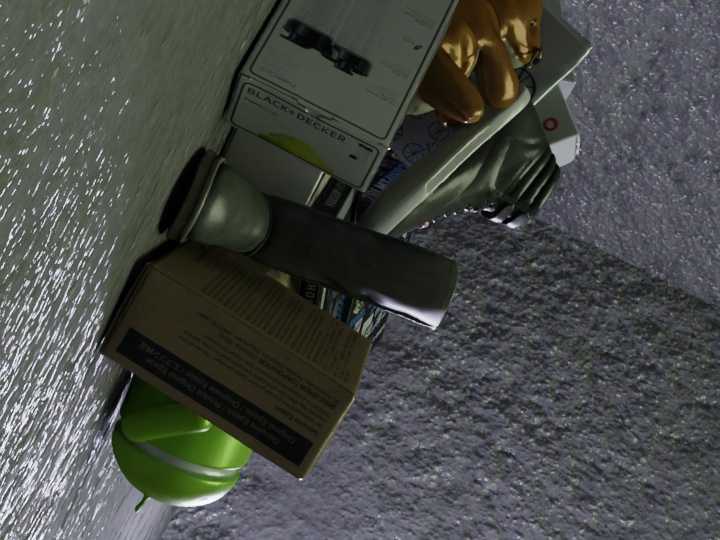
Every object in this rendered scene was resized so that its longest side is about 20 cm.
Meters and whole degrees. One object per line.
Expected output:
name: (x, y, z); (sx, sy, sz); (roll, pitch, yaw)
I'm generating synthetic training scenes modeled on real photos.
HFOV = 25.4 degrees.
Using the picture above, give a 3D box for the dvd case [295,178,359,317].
dvd case: (-0.035, 0.029, 1.311); (0.150, 0.025, 0.200); (-66, 168, -70)

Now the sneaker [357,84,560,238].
sneaker: (0.089, -0.058, 1.347); (0.200, 0.099, 0.071); (-40, -161, -9)

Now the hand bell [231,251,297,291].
hand bell: (-0.097, -0.033, 1.347); (0.200, 0.104, 0.104); (82, 32, -68)

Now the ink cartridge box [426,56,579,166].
ink cartridge box: (0.098, -0.176, 1.459); (0.146, 0.200, 0.083); (-22, 168, 1)

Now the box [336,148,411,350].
box: (0.000, 0.000, 1.489); (0.200, 0.050, 0.199); (-47, 152, -66)

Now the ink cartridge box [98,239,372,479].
ink cartridge box: (-0.082, 0.054, 1.136); (0.075, 0.165, 0.200); (-58, 180, 9)

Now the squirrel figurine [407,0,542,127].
squirrel figurine: (0.068, -0.221, 1.317); (0.187, 0.200, 0.141); (-35, -173, -33)

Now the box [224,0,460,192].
box: (-0.005, -0.167, 1.151); (0.200, 0.116, 0.060); (-66, -177, -34)

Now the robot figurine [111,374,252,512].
robot figurine: (-0.133, 0.106, 1.322); (0.200, 0.116, 0.175); (-65, 165, 9)

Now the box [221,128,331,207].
box: (-0.055, -0.102, 1.297); (0.068, 0.082, 0.200); (-63, 179, 12)

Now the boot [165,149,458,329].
boot: (-0.029, -0.014, 1.130); (0.073, 0.200, 0.182); (-62, 178, 7)

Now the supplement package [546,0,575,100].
supplement package: (0.110, -0.243, 1.740); (0.147, 0.191, 0.200); (115, -24, -50)

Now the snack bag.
snack bag: (0.080, -0.194, 1.410); (0.200, 0.189, 0.021); (-42, 169, -2)
